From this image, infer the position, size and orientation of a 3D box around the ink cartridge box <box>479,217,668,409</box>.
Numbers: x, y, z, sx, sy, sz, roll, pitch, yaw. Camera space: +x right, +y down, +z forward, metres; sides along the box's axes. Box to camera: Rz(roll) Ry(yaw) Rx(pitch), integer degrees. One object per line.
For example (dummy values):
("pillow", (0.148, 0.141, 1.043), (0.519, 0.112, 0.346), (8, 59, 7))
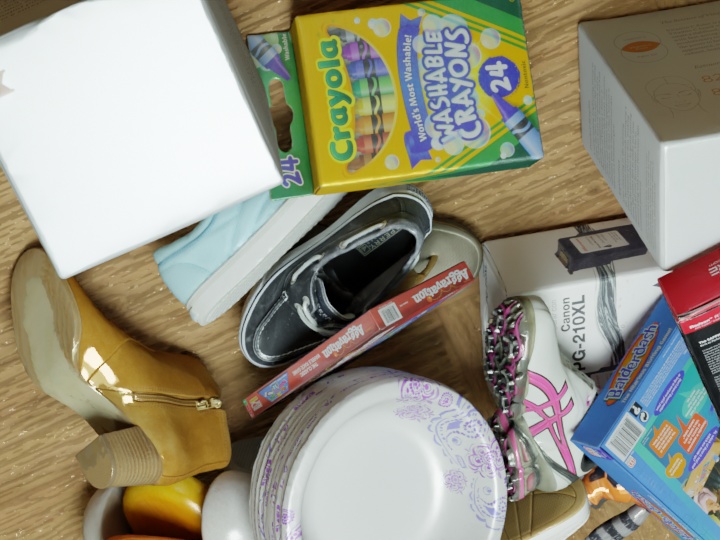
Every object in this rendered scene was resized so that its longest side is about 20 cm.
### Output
("ink cartridge box", (0.202, 0.040, 1.652), (0.198, 0.085, 0.146), (-9, 124, -7))

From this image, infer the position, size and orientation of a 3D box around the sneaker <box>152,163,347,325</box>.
("sneaker", (-0.075, -0.055, 1.536), (0.200, 0.074, 0.082), (-44, 83, -6))

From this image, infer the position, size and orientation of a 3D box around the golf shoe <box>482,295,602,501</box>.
("golf shoe", (0.144, 0.090, 1.581), (0.091, 0.073, 0.201), (-14, 135, -8))

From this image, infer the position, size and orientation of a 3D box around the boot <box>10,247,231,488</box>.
("boot", (-0.182, 0.072, 1.586), (0.071, 0.203, 0.143), (-30, 167, 35))

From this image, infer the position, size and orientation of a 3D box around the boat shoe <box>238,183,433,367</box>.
("boat shoe", (-0.022, 0.017, 1.542), (0.200, 0.068, 0.072), (-38, 112, 26))

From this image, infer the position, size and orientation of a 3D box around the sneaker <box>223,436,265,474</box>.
("sneaker", (-0.040, 0.215, 1.713), (0.199, 0.074, 0.119), (18, 118, -22))

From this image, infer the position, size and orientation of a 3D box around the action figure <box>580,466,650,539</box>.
("action figure", (0.266, 0.179, 1.715), (0.192, 0.106, 0.200), (-14, 164, 27))

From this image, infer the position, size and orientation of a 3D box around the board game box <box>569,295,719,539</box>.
("board game box", (0.276, 0.130, 1.596), (0.200, 0.045, 0.153), (42, 76, -23))

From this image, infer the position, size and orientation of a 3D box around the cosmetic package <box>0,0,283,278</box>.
("cosmetic package", (-0.162, -0.131, 1.373), (0.166, 0.200, 0.167), (-23, 114, 3))

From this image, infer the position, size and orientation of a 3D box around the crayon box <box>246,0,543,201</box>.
("crayon box", (0.025, -0.127, 1.485), (0.198, 0.052, 0.127), (-8, 86, -7))

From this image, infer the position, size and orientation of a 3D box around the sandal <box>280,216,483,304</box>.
("sandal", (0.000, 0.000, 1.596), (0.198, 0.054, 0.081), (3, 120, -14))

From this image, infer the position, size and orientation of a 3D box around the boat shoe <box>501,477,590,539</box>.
("boat shoe", (0.110, 0.232, 1.679), (0.199, 0.071, 0.069), (-29, 122, 22))

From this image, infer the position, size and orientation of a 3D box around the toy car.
("toy car", (-0.134, 0.258, 1.645), (0.174, 0.151, 0.201), (-8, 132, 32))

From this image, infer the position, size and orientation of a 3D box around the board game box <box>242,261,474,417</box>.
("board game box", (-0.004, 0.054, 1.556), (0.102, 0.020, 0.200), (-25, 173, -37))

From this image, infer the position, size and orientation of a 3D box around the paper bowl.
("paper bowl", (0.006, 0.175, 1.583), (0.199, 0.104, 0.203), (-4, 98, -31))

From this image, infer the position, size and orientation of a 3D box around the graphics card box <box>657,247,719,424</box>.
("graphics card box", (0.301, 0.051, 1.478), (0.125, 0.051, 0.200), (-27, 135, 6))

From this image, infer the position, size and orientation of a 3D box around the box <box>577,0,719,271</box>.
("box", (0.259, -0.106, 1.502), (0.151, 0.201, 0.107), (-10, 123, -7))
